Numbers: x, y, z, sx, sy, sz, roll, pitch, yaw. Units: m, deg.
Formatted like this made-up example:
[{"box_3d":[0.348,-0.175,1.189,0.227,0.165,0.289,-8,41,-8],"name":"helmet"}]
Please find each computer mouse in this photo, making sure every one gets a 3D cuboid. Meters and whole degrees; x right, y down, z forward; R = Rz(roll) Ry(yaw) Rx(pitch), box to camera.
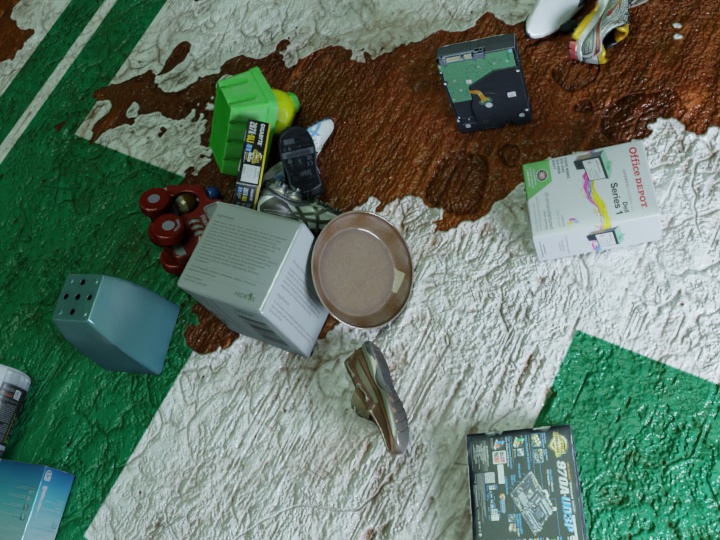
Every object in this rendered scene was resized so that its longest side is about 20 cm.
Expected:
[{"box_3d":[-0.136,-0.165,1.400,0.138,0.046,0.204,-19,91,-9],"name":"computer mouse"}]

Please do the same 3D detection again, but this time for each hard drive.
[{"box_3d":[0.222,-0.326,1.289,0.137,0.200,0.039,-6,62,21],"name":"hard drive"}]

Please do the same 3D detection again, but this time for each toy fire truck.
[{"box_3d":[-0.349,-0.101,1.485,0.165,0.113,0.201,-22,55,-18],"name":"toy fire truck"}]

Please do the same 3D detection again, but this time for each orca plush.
[{"box_3d":[0.384,-0.532,1.402,0.202,0.104,0.071,-60,15,13],"name":"orca plush"}]

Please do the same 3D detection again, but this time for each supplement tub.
[{"box_3d":[-0.741,0.288,1.428,0.120,0.123,0.204,2,65,24],"name":"supplement tub"}]

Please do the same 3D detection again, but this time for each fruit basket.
[{"box_3d":[-0.200,-0.303,1.490,0.213,0.216,0.157,-33,56,4],"name":"fruit basket"}]

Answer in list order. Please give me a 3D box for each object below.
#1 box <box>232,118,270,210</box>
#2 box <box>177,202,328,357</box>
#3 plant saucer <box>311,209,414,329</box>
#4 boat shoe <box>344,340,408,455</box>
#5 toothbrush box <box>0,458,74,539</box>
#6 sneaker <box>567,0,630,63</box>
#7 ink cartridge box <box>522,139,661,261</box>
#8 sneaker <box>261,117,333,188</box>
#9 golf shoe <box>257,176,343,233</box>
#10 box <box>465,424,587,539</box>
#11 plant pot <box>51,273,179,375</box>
[{"box_3d":[-0.215,-0.159,1.384,0.048,0.201,0.162,9,54,-11],"name":"box"},{"box_3d":[-0.169,0.016,1.278,0.197,0.199,0.174,16,70,28],"name":"box"},{"box_3d":[0.000,0.000,1.252,0.036,0.198,0.204,-15,48,63],"name":"plant saucer"},{"box_3d":[0.023,0.211,1.178,0.071,0.076,0.202,-29,48,11],"name":"boat shoe"},{"box_3d":[-0.627,0.455,1.315,0.143,0.085,0.204,0,64,22],"name":"toothbrush box"},{"box_3d":[0.467,-0.462,1.337,0.082,0.078,0.202,34,90,29],"name":"sneaker"},{"box_3d":[0.373,-0.113,1.184,0.196,0.084,0.148,-10,61,17],"name":"ink cartridge box"},{"box_3d":[-0.116,-0.221,1.464,0.072,0.072,0.201,39,81,10],"name":"sneaker"},{"box_3d":[-0.101,-0.091,1.339,0.096,0.197,0.078,-66,18,0],"name":"golf shoe"},{"box_3d":[0.236,0.330,1.037,0.156,0.046,0.204,-10,61,18],"name":"box"},{"box_3d":[-0.468,0.090,1.367,0.138,0.200,0.144,1,64,24],"name":"plant pot"}]
